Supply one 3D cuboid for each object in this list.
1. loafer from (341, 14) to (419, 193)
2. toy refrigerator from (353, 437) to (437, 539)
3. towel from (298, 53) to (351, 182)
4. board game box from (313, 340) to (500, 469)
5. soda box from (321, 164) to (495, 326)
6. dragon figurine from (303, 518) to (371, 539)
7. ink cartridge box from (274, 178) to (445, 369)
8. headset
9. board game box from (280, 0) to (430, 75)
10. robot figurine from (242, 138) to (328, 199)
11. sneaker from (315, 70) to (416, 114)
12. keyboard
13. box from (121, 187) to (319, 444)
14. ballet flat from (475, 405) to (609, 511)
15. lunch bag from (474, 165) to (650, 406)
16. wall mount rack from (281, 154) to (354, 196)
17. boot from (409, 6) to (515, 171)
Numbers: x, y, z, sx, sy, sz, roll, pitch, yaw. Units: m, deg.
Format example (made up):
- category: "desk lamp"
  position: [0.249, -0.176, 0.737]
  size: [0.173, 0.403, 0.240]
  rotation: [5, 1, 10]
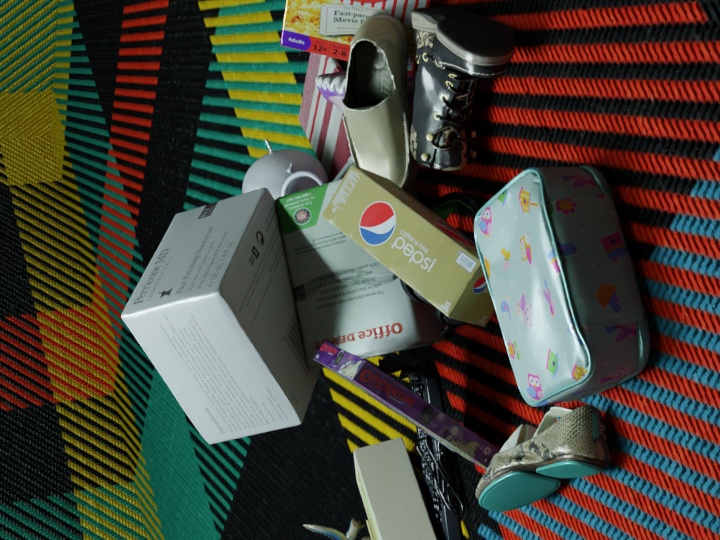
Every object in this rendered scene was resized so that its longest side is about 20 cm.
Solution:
- category: "loafer"
  position: [0.014, -0.164, 1.418]
  size: [0.076, 0.068, 0.200]
  rotation: [0, 105, 26]
- category: "toy refrigerator"
  position: [0.046, 0.305, 1.589]
  size: [0.076, 0.070, 0.200]
  rotation: [86, 168, -52]
- category: "towel"
  position: [-0.030, -0.190, 1.730]
  size: [0.144, 0.023, 0.200]
  rotation: [103, 151, -43]
- category: "board game box"
  position: [0.052, 0.143, 1.412]
  size: [0.032, 0.200, 0.120]
  rotation: [-56, 22, -2]
- category: "soda box"
  position: [0.055, -0.027, 1.341]
  size: [0.200, 0.068, 0.064]
  rotation: [40, 104, 36]
- category: "dragon figurine"
  position: [-0.001, 0.367, 1.676]
  size: [0.059, 0.200, 0.100]
  rotation: [29, 96, 41]
- category: "ink cartridge box"
  position: [0.000, 0.000, 1.522]
  size: [0.146, 0.083, 0.200]
  rotation: [-13, 83, 26]
- category: "headset"
  position: [0.079, 0.016, 1.394]
  size: [0.123, 0.094, 0.200]
  rotation: [40, 120, 51]
- category: "board game box"
  position: [0.004, -0.313, 1.413]
  size: [0.046, 0.151, 0.200]
  rotation: [-77, -1, -48]
- category: "robot figurine"
  position: [-0.091, -0.075, 1.764]
  size: [0.169, 0.113, 0.200]
  rotation: [30, 144, 37]
- category: "sneaker"
  position: [0.008, -0.186, 1.558]
  size: [0.200, 0.080, 0.089]
  rotation: [-151, 49, -64]
- category: "keyboard"
  position: [0.076, 0.216, 1.559]
  size: [0.104, 0.040, 0.200]
  rotation: [163, 98, -70]
- category: "box"
  position: [-0.140, 0.051, 1.528]
  size: [0.200, 0.131, 0.199]
  rotation: [60, -152, -29]
- category: "ballet flat"
  position: [0.173, 0.171, 1.272]
  size: [0.200, 0.068, 0.075]
  rotation: [136, 146, -58]
- category: "lunch bag"
  position: [0.172, 0.012, 1.183]
  size: [0.160, 0.077, 0.200]
  rotation: [131, 129, -65]
- category: "wall mount rack"
  position: [-0.021, -0.045, 1.627]
  size: [0.174, 0.075, 0.200]
  rotation: [-37, 85, 24]
- category: "boot"
  position: [0.095, -0.172, 1.329]
  size: [0.200, 0.073, 0.151]
  rotation: [-132, 40, -63]
